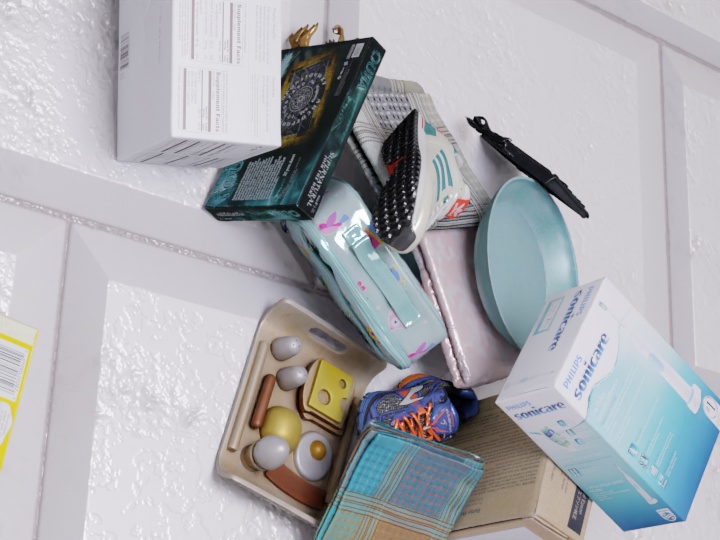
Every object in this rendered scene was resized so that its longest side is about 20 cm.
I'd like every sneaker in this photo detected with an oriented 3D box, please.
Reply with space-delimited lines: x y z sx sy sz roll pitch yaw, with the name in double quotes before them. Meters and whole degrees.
"sneaker" 0.070 -0.075 1.464 0.093 0.070 0.200 33 31 -20
"sneaker" 0.057 0.148 1.520 0.200 0.078 0.076 -32 116 -58

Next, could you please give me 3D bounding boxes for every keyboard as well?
"keyboard" 0.183 -0.126 1.701 0.127 0.200 0.021 38 95 -26

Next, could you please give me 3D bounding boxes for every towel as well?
"towel" 0.055 -0.130 1.595 0.192 0.035 0.200 -5 59 -52
"towel" 0.025 0.252 1.458 0.146 0.022 0.200 21 99 -31
"towel" 0.133 0.026 1.630 0.200 0.032 0.192 -8 78 -53

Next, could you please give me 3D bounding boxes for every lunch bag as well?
"lunch bag" 0.000 0.000 1.503 0.077 0.160 0.200 -37 105 -3

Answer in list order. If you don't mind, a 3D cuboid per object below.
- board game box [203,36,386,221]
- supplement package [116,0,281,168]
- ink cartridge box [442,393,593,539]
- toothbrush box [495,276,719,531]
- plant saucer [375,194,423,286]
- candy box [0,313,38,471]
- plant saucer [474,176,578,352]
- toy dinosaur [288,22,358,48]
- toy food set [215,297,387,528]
"board game box" -0.065 -0.139 1.492 0.028 0.135 0.200 42 61 -39
"supplement package" -0.152 -0.207 1.414 0.111 0.156 0.201 3 84 -27
"ink cartridge box" 0.151 0.209 1.535 0.075 0.200 0.165 35 57 -25
"toothbrush box" 0.245 0.130 1.450 0.200 0.085 0.147 45 53 -19
"plant saucer" 0.073 -0.050 1.653 0.201 0.039 0.202 25 56 -42
"candy box" -0.341 0.123 1.262 0.102 0.026 0.201 26 60 -29
"plant saucer" 0.173 0.000 1.617 0.200 0.036 0.201 19 67 -53
"toy dinosaur" -0.037 -0.206 1.609 0.106 0.060 0.200 50 51 -18
"toy food set" -0.050 0.146 1.480 0.143 0.060 0.200 33 57 -28
